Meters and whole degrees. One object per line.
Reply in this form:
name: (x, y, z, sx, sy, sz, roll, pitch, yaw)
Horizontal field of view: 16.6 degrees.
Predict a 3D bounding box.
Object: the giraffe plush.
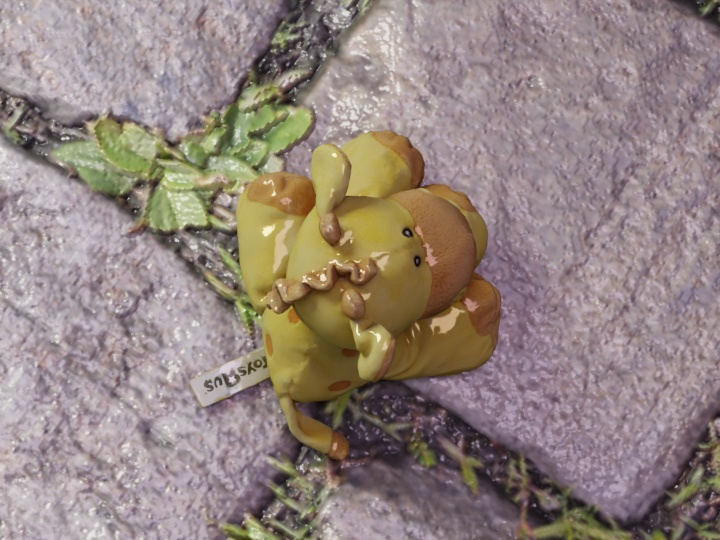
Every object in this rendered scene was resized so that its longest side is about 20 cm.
giraffe plush: (0.000, 0.000, 1.391, 0.200, 0.162, 0.173, -42, 86, -20)
